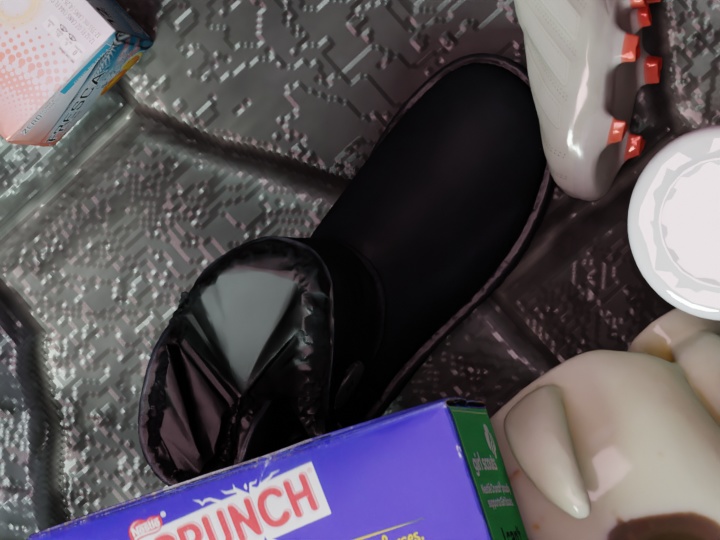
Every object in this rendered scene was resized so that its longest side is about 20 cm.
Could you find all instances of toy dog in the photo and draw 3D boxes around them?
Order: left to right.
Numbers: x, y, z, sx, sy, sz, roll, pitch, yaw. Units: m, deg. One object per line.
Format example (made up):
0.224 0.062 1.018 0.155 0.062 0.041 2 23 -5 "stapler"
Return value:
0.141 0.121 1.103 0.139 0.194 0.200 -36 75 0 "toy dog"

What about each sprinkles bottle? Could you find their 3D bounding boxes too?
0.143 -0.018 1.092 0.068 0.200 0.068 0 91 11 "sprinkles bottle"

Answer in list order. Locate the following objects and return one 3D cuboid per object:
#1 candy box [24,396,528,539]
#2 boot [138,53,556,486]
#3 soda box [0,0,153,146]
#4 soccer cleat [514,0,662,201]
-0.010 0.163 1.024 0.169 0.077 0.200 -18 84 9 "candy box"
0.000 0.000 1.137 0.076 0.168 0.200 36 96 11 "boot"
-0.181 -0.144 1.226 0.068 0.064 0.200 -45 83 8 "soda box"
0.081 -0.127 1.176 0.077 0.069 0.200 1 83 16 "soccer cleat"
